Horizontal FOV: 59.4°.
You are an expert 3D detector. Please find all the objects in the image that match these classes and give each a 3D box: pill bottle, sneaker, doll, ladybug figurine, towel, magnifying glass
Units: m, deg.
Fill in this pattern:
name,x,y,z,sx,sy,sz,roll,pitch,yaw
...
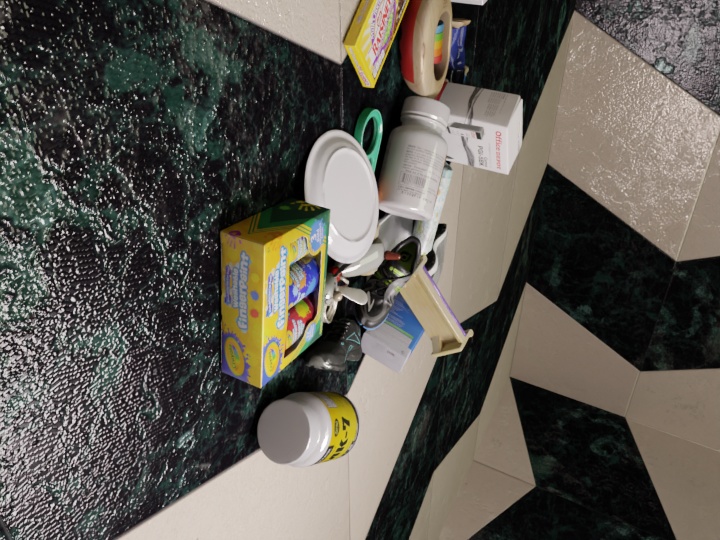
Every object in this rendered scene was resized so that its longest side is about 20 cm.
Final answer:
name,x,y,z,sx,sy,sz,roll,pitch,yaw
pill bottle,-0.082,0.259,1.037,0.199,0.112,0.117,25,82,-67
sneaker,0.155,-0.035,1.417,0.202,0.072,0.080,-69,147,-44
doll,0.196,-0.419,1.329,0.136,0.048,0.205,-39,139,-53
ladybug figurine,0.112,-0.403,1.107,0.136,0.070,0.204,-48,146,-48
towel,0.145,-0.136,1.297,0.200,0.047,0.175,-71,173,-75
sneaker,-0.046,0.124,1.103,0.200,0.074,0.081,-12,109,-75
pill bottle,0.099,-0.203,1.154,0.114,0.112,0.205,18,85,-68
magnifying glass,0.013,-0.178,1.088,0.080,0.022,0.204,-47,148,-48
sneaker,0.050,0.016,1.158,0.201,0.070,0.083,-56,172,-19

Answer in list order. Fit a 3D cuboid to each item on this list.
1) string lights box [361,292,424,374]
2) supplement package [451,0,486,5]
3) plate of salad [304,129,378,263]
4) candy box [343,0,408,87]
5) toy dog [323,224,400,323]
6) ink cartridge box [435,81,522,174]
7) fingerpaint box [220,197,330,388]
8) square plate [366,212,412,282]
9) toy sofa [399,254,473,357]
name,x,y,z,sx,sy,sz,roll,pitch,yaw
string lights box,0.088,0.110,1.342,0.201,0.101,0.060,-51,166,-44
supplement package,0.214,-0.589,1.177,0.201,0.107,0.116,-54,150,-40
plate of salad,-0.032,-0.113,0.980,0.198,0.047,0.206,9,79,-56
candy box,0.033,-0.400,0.981,0.204,0.026,0.102,-69,154,-13
toy dog,0.000,0.000,1.079,0.202,0.094,0.133,-62,155,-27
ink cartridge box,0.218,-0.288,1.270,0.084,0.196,0.148,-62,155,-22
fingerpaint box,-0.113,0.026,0.857,0.166,0.072,0.205,-36,137,-57
square plate,0.056,-0.039,1.276,0.200,0.028,0.202,-47,146,-48
toy sofa,0.146,0.067,1.284,0.202,0.082,0.098,56,44,-14
